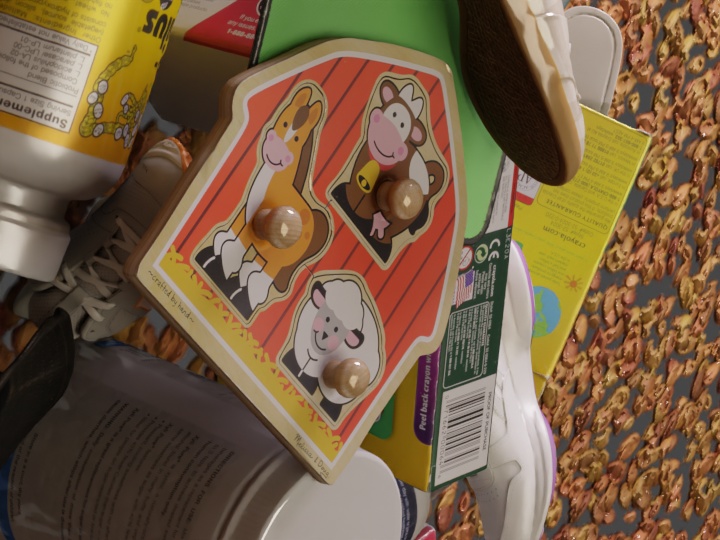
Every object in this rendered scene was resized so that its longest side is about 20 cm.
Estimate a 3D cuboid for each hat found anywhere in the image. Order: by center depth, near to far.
[{"bbox_3d":[-0.224,0.086,1.123,0.201,0.081,0.201,-55,173,-9],"label":"hat"}]

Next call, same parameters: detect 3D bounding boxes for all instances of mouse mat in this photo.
[{"bbox_3d":[0.017,-0.099,1.144,0.200,0.008,0.161,8,97,-49],"label":"mouse mat"}]

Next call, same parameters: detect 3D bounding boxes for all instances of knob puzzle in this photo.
[{"bbox_3d":[-0.004,-0.023,1.108,0.219,0.030,0.220,-10,104,-44],"label":"knob puzzle"}]

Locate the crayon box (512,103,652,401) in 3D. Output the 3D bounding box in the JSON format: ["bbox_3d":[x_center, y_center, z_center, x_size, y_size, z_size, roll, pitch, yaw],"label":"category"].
[{"bbox_3d":[0.084,-0.018,1.449,0.200,0.127,0.051,-66,-172,-4],"label":"crayon box"}]

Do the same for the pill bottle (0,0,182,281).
[{"bbox_3d":[-0.154,-0.102,1.109,0.113,0.113,0.200,17,92,-54],"label":"pill bottle"}]

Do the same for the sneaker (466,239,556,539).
[{"bbox_3d":[0.060,0.079,1.385,0.099,0.075,0.200,-8,87,-15],"label":"sneaker"}]

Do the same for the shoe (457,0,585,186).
[{"bbox_3d":[0.079,-0.130,1.142,0.053,0.070,0.200,-37,126,-23],"label":"shoe"}]

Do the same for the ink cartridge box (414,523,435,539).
[{"bbox_3d":[-0.021,0.264,1.485,0.145,0.083,0.200,-33,131,-39],"label":"ink cartridge box"}]

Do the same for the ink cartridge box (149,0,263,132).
[{"bbox_3d":[-0.014,-0.162,1.215,0.200,0.145,0.083,-51,135,-23],"label":"ink cartridge box"}]

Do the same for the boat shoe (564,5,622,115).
[{"bbox_3d":[0.120,-0.073,1.512,0.063,0.073,0.200,-178,-73,-84],"label":"boat shoe"}]

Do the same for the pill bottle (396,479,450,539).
[{"bbox_3d":[-0.029,0.139,1.390,0.200,0.111,0.111,-31,130,-40],"label":"pill bottle"}]

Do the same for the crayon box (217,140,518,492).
[{"bbox_3d":[0.000,0.000,1.306,0.058,0.172,0.200,-17,120,-43],"label":"crayon box"}]

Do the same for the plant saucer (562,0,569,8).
[{"bbox_3d":[0.084,-0.175,1.313,0.039,0.201,0.201,28,83,-25],"label":"plant saucer"}]

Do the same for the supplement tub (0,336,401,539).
[{"bbox_3d":[-0.093,0.122,1.223,0.132,0.200,0.132,-27,127,-42],"label":"supplement tub"}]

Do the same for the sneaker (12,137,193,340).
[{"bbox_3d":[-0.119,-0.001,1.161,0.092,0.200,0.076,-41,92,-23],"label":"sneaker"}]
